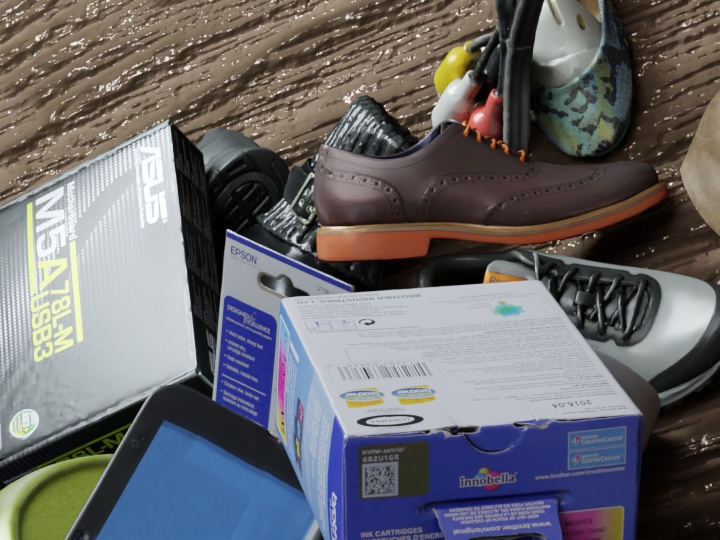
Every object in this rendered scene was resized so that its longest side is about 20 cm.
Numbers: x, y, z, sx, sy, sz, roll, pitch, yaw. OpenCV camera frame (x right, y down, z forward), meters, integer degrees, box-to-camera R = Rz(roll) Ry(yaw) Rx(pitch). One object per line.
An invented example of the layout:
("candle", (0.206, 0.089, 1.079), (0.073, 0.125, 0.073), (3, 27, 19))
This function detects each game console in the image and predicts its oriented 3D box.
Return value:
("game console", (-0.053, 0.153, 1.163), (0.172, 0.119, 0.200), (-13, 41, 50))

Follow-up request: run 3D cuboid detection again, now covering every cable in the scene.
("cable", (0.076, -0.121, 1.411), (0.050, 0.200, 0.097), (-9, 59, -11))

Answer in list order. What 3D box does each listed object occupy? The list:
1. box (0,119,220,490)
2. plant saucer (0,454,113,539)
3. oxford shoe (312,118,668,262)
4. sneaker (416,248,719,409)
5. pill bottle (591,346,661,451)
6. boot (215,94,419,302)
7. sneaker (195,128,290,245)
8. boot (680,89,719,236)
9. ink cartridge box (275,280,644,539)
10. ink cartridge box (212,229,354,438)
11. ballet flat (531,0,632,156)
("box", (-0.174, 0.031, 1.467), (0.193, 0.048, 0.201), (-26, 48, 20))
("plant saucer", (-0.108, 0.153, 1.270), (0.200, 0.199, 0.031), (53, 137, 46))
("oxford shoe", (0.072, -0.050, 1.365), (0.199, 0.073, 0.071), (-7, 4, -7))
("sneaker", (0.114, 0.026, 1.329), (0.199, 0.079, 0.074), (2, 60, 37))
("pill bottle", (0.073, 0.138, 1.256), (0.113, 0.113, 0.201), (9, 67, 41))
("boot", (-0.002, -0.002, 1.438), (0.158, 0.079, 0.211), (-42, 43, 6))
("sneaker", (-0.129, -0.009, 1.560), (0.200, 0.076, 0.091), (-42, 32, 0))
("boot", (0.233, -0.028, 1.295), (0.076, 0.073, 0.200), (-54, 36, 20))
("ink cartridge box", (0.043, 0.075, 1.108), (0.136, 0.077, 0.200), (-4, 19, -11))
("ink cartridge box", (-0.039, 0.081, 1.344), (0.094, 0.037, 0.201), (24, 121, 35))
("ballet flat", (0.115, -0.157, 1.465), (0.074, 0.074, 0.201), (-25, 48, 22))
